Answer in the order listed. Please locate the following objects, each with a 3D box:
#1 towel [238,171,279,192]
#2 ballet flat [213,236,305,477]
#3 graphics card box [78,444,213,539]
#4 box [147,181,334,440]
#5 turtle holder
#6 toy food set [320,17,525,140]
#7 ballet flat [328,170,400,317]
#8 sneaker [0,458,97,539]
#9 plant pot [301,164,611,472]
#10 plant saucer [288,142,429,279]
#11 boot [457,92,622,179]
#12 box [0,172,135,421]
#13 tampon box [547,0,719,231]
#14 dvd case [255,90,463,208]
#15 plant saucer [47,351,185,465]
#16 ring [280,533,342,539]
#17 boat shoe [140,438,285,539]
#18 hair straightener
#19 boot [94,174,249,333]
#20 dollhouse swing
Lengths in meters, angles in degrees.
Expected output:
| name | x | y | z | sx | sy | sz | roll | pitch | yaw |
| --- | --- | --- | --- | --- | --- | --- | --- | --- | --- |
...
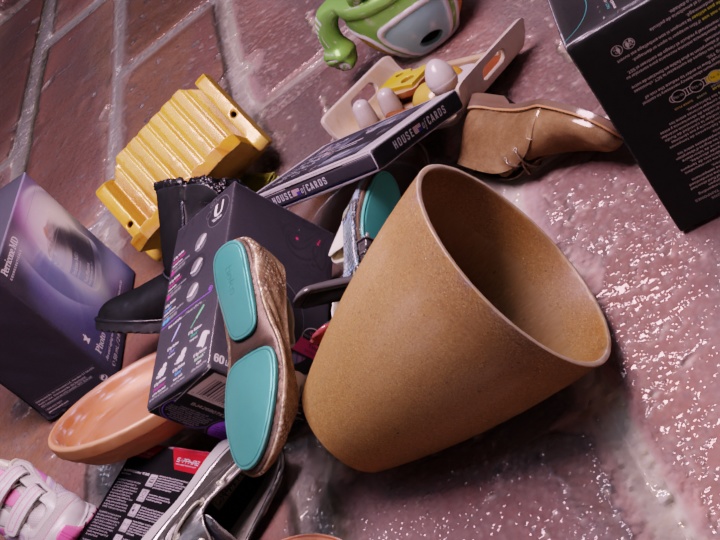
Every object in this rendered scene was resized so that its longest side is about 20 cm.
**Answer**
| name | x | y | z | sx | sy | sz | roll | pitch | yaw |
| --- | --- | --- | --- | --- | --- | --- | --- | --- | --- |
| towel | -0.175 | -0.040 | 1.238 | 0.086 | 0.018 | 0.201 | 9 | 59 | 49 |
| ballet flat | -0.073 | 0.067 | 0.822 | 0.070 | 0.065 | 0.201 | -25 | 60 | 34 |
| graphics card box | -0.201 | 0.253 | 0.911 | 0.125 | 0.051 | 0.201 | -3 | 49 | 46 |
| box | -0.104 | 0.042 | 0.939 | 0.106 | 0.122 | 0.201 | -34 | 41 | 39 |
| turtle holder | 0.037 | -0.310 | 1.209 | 0.186 | 0.132 | 0.141 | -47 | 35 | -5 |
| toy food set | 0.065 | -0.207 | 1.103 | 0.199 | 0.061 | 0.144 | -3 | 37 | 44 |
| ballet flat | 0.000 | 0.000 | 0.934 | 0.074 | 0.074 | 0.201 | -20 | 53 | 31 |
| sneaker | -0.328 | 0.236 | 1.009 | 0.200 | 0.088 | 0.082 | -2 | 50 | 56 |
| plant pot | 0.052 | 0.058 | 0.773 | 0.200 | 0.186 | 0.187 | -48 | 29 | 26 |
| plant saucer | -0.006 | -0.055 | 1.064 | 0.199 | 0.032 | 0.201 | -28 | 36 | 22 |
| boot | 0.161 | -0.114 | 0.938 | 0.200 | 0.073 | 0.076 | 17 | 84 | 57 |
| box | -0.381 | 0.030 | 1.212 | 0.123 | 0.198 | 0.201 | -31 | 36 | 18 |
| tampon box | 0.239 | -0.164 | 0.773 | 0.126 | 0.200 | 0.150 | -28 | 37 | 20 |
| dvd case | -0.012 | -0.111 | 1.014 | 0.199 | 0.025 | 0.150 | -16 | 18 | 45 |
| plant saucer | -0.211 | 0.131 | 1.016 | 0.199 | 0.038 | 0.200 | -25 | 15 | 7 |
| ring | -0.061 | 0.288 | 0.755 | 0.200 | 0.019 | 0.201 | -28 | 35 | 22 |
| boat shoe | -0.131 | 0.222 | 0.848 | 0.064 | 0.071 | 0.201 | -8 | 45 | 52 |
| hair straightener | 0.029 | -0.006 | 0.878 | 0.199 | 0.077 | 0.041 | -22 | -18 | -24 |
| boot | -0.199 | -0.015 | 1.094 | 0.197 | 0.073 | 0.164 | -3 | 91 | 26 |
| dollhouse swing | -0.230 | -0.132 | 1.224 | 0.200 | 0.176 | 0.182 | -45 | 75 | 6 |
